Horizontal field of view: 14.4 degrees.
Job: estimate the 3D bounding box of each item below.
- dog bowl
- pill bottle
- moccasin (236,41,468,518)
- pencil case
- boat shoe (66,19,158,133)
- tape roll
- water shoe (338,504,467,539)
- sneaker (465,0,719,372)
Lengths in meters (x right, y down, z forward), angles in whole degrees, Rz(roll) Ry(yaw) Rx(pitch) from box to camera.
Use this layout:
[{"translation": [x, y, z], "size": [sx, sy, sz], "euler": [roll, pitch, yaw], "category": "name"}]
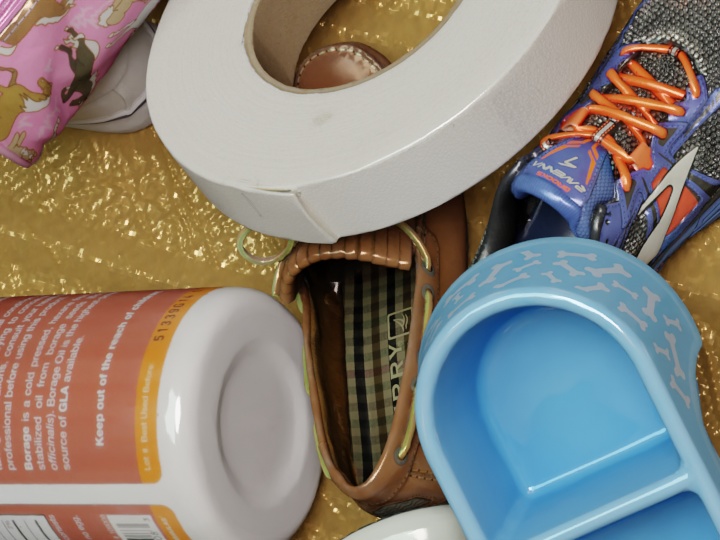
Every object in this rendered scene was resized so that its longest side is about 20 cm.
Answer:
[{"translation": [0.090, 0.087, 1.047], "size": [0.111, 0.050, 0.200], "euler": [-26, 93, 18], "category": "dog bowl"}, {"translation": [-0.124, 0.065, 1.189], "size": [0.200, 0.112, 0.112], "euler": [-2, 80, 31], "category": "pill bottle"}, {"translation": [-0.001, 0.000, 1.144], "size": [0.074, 0.078, 0.202], "euler": [-13, 69, 31], "category": "moccasin"}, {"translation": [-0.111, -0.135, 1.169], "size": [0.200, 0.086, 0.083], "euler": [-52, 37, 6], "category": "pencil case"}, {"translation": [-0.179, -0.092, 1.279], "size": [0.200, 0.066, 0.072], "euler": [7, 85, 32], "category": "boat shoe"}, {"translation": [0.007, -0.101, 1.137], "size": [0.203, 0.037, 0.203], "euler": [-19, 46, 21], "category": "tape roll"}, {"translation": [-0.011, 0.171, 1.129], "size": [0.200, 0.071, 0.079], "euler": [-44, 64, 28], "category": "water shoe"}, {"translation": [0.098, -0.034, 1.094], "size": [0.075, 0.078, 0.200], "euler": [30, 97, 31], "category": "sneaker"}]
